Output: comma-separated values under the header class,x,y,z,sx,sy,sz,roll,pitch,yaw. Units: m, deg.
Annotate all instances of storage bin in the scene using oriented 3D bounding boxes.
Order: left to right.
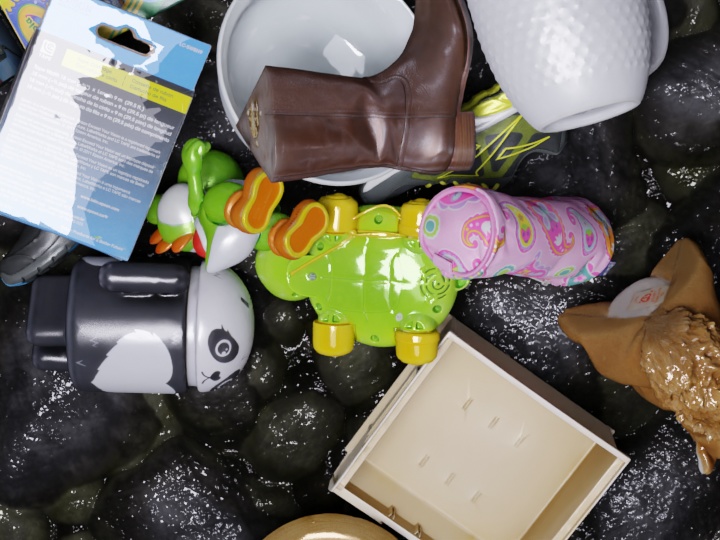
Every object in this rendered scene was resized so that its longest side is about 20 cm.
class,x,y,z,sx,sy,sz,roll,pitch,yaw
storage bin,0.103,0.178,1.633,0.200,0.094,0.199,35,102,-6

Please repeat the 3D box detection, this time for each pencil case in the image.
class,x,y,z,sx,sy,sz,roll,pitch,yaw
pencil case,0.139,-0.027,1.535,0.087,0.200,0.088,-2,86,38

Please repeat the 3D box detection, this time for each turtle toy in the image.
class,x,y,z,sx,sy,sz,roll,pitch,yaw
turtle toy,0.000,0.000,1.578,0.200,0.101,0.146,5,101,13

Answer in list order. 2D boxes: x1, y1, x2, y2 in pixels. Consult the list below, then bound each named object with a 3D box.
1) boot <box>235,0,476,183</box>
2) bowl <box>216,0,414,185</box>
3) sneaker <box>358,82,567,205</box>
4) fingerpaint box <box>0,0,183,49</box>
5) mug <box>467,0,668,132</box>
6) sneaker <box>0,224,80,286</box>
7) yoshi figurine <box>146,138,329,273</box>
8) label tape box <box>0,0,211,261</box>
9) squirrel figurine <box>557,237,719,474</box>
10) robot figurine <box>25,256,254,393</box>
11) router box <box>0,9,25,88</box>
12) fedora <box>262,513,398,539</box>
class,x,y,z,sx,sy,sz,roll,pitch,yaw
boot,-0.007,-0.166,1.477,0.200,0.064,0.187,-2,78,-21
bowl,-0.043,-0.161,1.539,0.201,0.090,0.202,5,77,-24
sneaker,0.094,-0.099,1.575,0.200,0.074,0.085,-29,101,9
fingerpaint box,-0.249,-0.297,1.541,0.167,0.073,0.200,-26,101,9
mug,0.188,-0.214,1.500,0.148,0.200,0.176,-20,82,48
sneaker,-0.263,-0.072,1.604,0.082,0.073,0.200,42,91,-4
yoshi figurine,-0.113,-0.066,1.548,0.112,0.200,0.113,-17,103,-36
label tape box,-0.231,-0.128,1.523,0.144,0.063,0.200,21,97,-14
squirrel figurine,0.297,0.101,1.558,0.141,0.200,0.187,-34,113,0
robot figurine,-0.195,0.050,1.596,0.200,0.150,0.125,1,94,-1
router box,-0.370,-0.235,1.523,0.062,0.150,0.200,-29,101,9
fedora,-0.030,0.312,1.678,0.200,0.082,0.201,1,104,3
